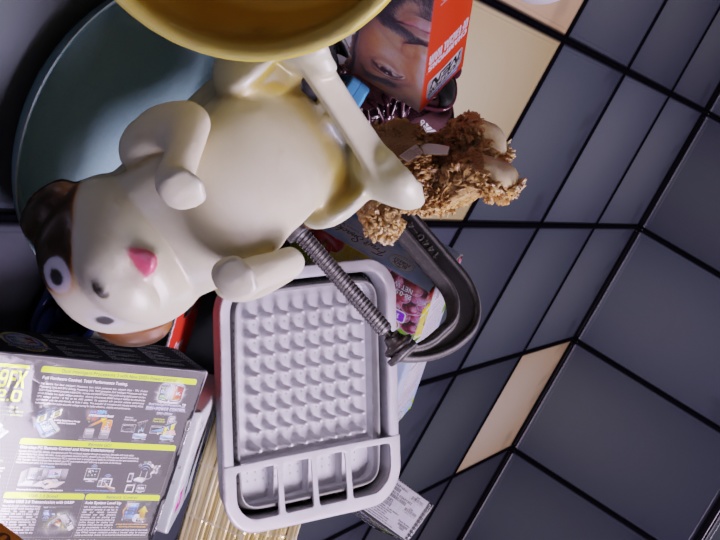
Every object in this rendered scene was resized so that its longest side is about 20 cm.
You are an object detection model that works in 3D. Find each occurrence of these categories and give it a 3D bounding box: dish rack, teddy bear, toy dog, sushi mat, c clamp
[{"bbox_3d":[-0.047,0.094,1.257,0.171,0.043,0.201,-6,99,-37],"label":"dish rack"},{"bbox_3d":[0.025,-0.068,1.201,0.199,0.145,0.067,-16,132,-15],"label":"teddy bear"},{"bbox_3d":[-0.100,-0.047,0.931,0.200,0.194,0.140,-39,121,-12],"label":"toy dog"},{"bbox_3d":[-0.085,0.168,1.301,0.012,0.095,0.201,-171,-82,-76],"label":"sushi mat"},{"bbox_3d":[0.000,0.000,1.239,0.027,0.200,0.171,-44,-178,46],"label":"c clamp"}]

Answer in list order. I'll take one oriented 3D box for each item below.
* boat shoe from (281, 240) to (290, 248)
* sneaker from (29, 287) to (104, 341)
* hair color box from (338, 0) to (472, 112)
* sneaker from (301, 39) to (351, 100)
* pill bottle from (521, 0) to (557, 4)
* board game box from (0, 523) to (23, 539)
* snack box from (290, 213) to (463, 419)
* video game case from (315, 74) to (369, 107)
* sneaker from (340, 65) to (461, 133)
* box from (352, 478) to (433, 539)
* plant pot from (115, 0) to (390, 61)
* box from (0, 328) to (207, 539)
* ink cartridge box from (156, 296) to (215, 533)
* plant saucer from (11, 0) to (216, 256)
[{"bbox_3d":[-0.082,0.010,1.287,0.074,0.060,0.201,-23,139,-17],"label":"boat shoe"},{"bbox_3d":[-0.193,0.049,1.101,0.088,0.075,0.201,-28,138,-45],"label":"sneaker"},{"bbox_3d":[0.024,-0.220,1.158,0.064,0.111,0.200,-48,160,-27],"label":"hair color box"},{"bbox_3d":[-0.034,-0.156,1.016,0.060,0.200,0.105,-34,113,-17],"label":"sneaker"},{"bbox_3d":[0.148,-0.305,1.360,0.113,0.113,0.200,-56,163,-6],"label":"pill bottle"},{"bbox_3d":[-0.302,0.233,0.859,0.200,0.199,0.201,-30,148,-60],"label":"board game box"},{"bbox_3d":[-0.018,0.031,1.381,0.068,0.168,0.201,-46,159,-42],"label":"snack box"},{"bbox_3d":[-0.067,-0.075,1.119,0.143,0.018,0.200,-57,-161,-3],"label":"video game case"},{"bbox_3d":[0.013,-0.126,1.284,0.200,0.115,0.076,-49,161,-30],"label":"sneaker"},{"bbox_3d":[-0.039,0.162,1.415,0.048,0.200,0.193,-54,-179,-7],"label":"box"},{"bbox_3d":[-0.037,-0.232,0.846,0.189,0.200,0.201,-58,172,-62],"label":"plant pot"},{"bbox_3d":[-0.208,0.122,1.025,0.199,0.044,0.161,8,104,-44],"label":"box"},{"bbox_3d":[-0.131,0.092,1.219,0.200,0.043,0.174,-105,-147,-87],"label":"ink cartridge box"},{"bbox_3d":[-0.142,-0.087,0.993,0.200,0.027,0.201,-36,141,-36],"label":"plant saucer"}]
